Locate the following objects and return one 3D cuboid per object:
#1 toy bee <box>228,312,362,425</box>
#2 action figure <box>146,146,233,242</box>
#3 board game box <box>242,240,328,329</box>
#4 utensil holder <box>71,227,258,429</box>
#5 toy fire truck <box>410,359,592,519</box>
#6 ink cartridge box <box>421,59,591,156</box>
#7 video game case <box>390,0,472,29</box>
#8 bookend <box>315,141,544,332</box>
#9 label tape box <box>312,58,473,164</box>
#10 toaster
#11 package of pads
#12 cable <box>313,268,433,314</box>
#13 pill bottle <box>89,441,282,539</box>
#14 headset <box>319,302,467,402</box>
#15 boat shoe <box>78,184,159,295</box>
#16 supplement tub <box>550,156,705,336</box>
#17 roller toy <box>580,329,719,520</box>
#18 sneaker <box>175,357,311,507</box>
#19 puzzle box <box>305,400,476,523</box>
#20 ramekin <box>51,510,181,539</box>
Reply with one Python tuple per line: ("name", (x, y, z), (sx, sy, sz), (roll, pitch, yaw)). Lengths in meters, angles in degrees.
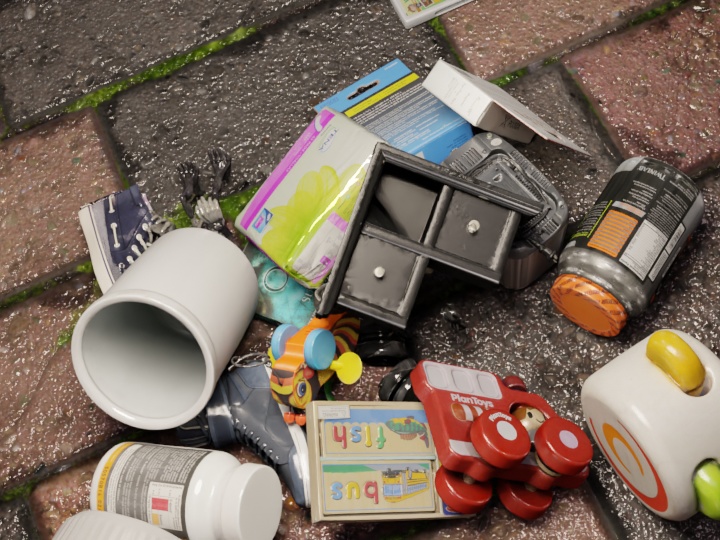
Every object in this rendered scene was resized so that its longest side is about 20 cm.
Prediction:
("toy bee", (-0.072, 0.116, 1.300), (0.199, 0.110, 0.131), (-17, 21, -30))
("action figure", (-0.213, -0.057, 1.440), (0.118, 0.102, 0.202), (-13, 59, 20))
("board game box", (-0.081, -0.022, 1.455), (0.134, 0.028, 0.201), (20, 69, 14))
("utensil holder", (-0.219, 0.061, 1.314), (0.168, 0.172, 0.200), (8, 27, 10))
("toy fire truck", (0.162, 0.180, 1.275), (0.198, 0.113, 0.169), (11, 42, -25))
("ink cartridge box", (0.188, -0.187, 1.412), (0.173, 0.200, 0.044), (42, 107, 21))
("video game case", (0.107, -0.465, 1.642), (0.181, 0.022, 0.201), (-24, 66, -5))
("bookend", (0.073, -0.010, 1.249), (0.197, 0.092, 0.202), (21, 84, -1))
("label tape box", (0.044, -0.185, 1.487), (0.143, 0.064, 0.200), (-30, 41, -7))
("toaster", (0.181, -0.064, 1.388), (0.113, 0.129, 0.200), (-39, 66, -11))
("package of pads", (-0.048, -0.091, 1.375), (0.201, 0.068, 0.154), (-53, 41, 1))
("cable", (0.000, 0.000, 1.374), (0.097, 0.199, 0.051), (31, 117, 29))
("pill bottle", (-0.196, 0.258, 1.263), (0.198, 0.116, 0.117), (1, 64, 27))
("headset", (0.038, 0.110, 1.344), (0.199, 0.094, 0.124), (-31, 65, 5))
("boat shoe", (-0.296, -0.023, 1.453), (0.092, 0.075, 0.201), (-27, 64, 2))
("supplement tub", (0.321, -0.028, 1.358), (0.122, 0.123, 0.201), (31, 72, 19))
("roller toy", (0.344, 0.163, 1.232), (0.139, 0.182, 0.201), (-32, 91, -10))
("sneaker", (-0.137, 0.206, 1.321), (0.145, 0.077, 0.203), (-15, 54, -13))
("puzzle box", (0.035, 0.217, 1.272), (0.198, 0.025, 0.134), (3, 72, -25))
("ramekin", (-0.258, 0.341, 1.222), (0.200, 0.203, 0.095), (12, 56, 12))
